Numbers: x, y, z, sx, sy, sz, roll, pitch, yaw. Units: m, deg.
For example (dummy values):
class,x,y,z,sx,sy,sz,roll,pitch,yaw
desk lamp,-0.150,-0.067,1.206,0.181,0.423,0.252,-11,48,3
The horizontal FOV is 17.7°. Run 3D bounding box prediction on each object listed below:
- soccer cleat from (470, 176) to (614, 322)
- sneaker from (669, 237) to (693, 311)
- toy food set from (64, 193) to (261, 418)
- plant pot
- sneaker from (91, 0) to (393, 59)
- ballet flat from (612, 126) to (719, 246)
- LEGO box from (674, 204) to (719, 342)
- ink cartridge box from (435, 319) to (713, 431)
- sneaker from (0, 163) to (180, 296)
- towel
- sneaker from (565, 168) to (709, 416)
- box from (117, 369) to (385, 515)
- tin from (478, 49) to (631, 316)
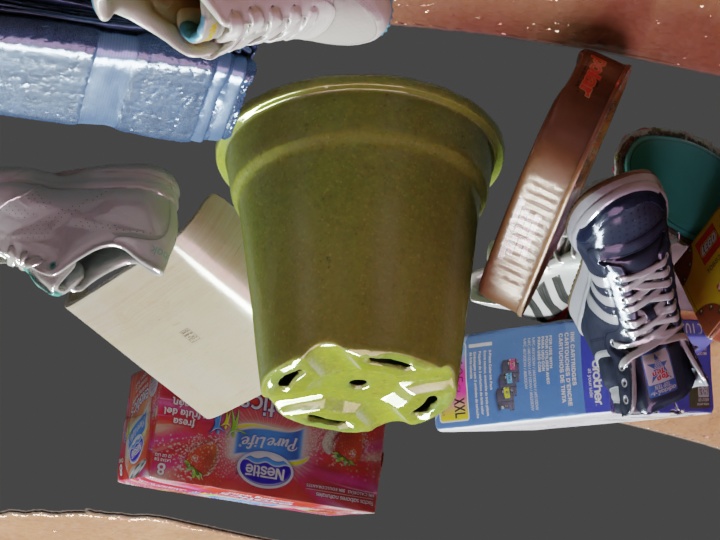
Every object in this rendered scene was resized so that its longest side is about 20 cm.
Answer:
class,x,y,z,sx,sy,sz,roll,pitch,yaw
soccer cleat,0.136,-0.013,1.641,0.084,0.069,0.200,5,160,-13
sneaker,0.287,0.012,1.680,0.198,0.081,0.070,-8,154,18
toy food set,-0.114,0.027,1.710,0.143,0.061,0.200,40,142,-18
plant pot,0.000,0.000,1.543,0.198,0.186,0.201,0,153,0
sneaker,-0.072,-0.160,1.350,0.199,0.081,0.076,13,148,-26
ballet flat,0.246,-0.047,1.585,0.199,0.076,0.064,20,-179,-23
LEGO box,0.326,-0.031,1.517,0.148,0.077,0.201,17,124,-29
ink cartridge box,0.172,0.078,1.735,0.199,0.077,0.136,-7,173,41
sneaker,-0.225,-0.021,1.611,0.198,0.089,0.075,-6,154,13
towel,-0.167,-0.130,1.443,0.198,0.049,0.112,7,152,-14
sneaker,0.184,0.022,1.511,0.070,0.109,0.200,-19,152,-7
box,-0.088,0.141,1.888,0.198,0.096,0.100,11,169,-20
tin,0.123,-0.055,1.492,0.042,0.112,0.201,22,136,3
